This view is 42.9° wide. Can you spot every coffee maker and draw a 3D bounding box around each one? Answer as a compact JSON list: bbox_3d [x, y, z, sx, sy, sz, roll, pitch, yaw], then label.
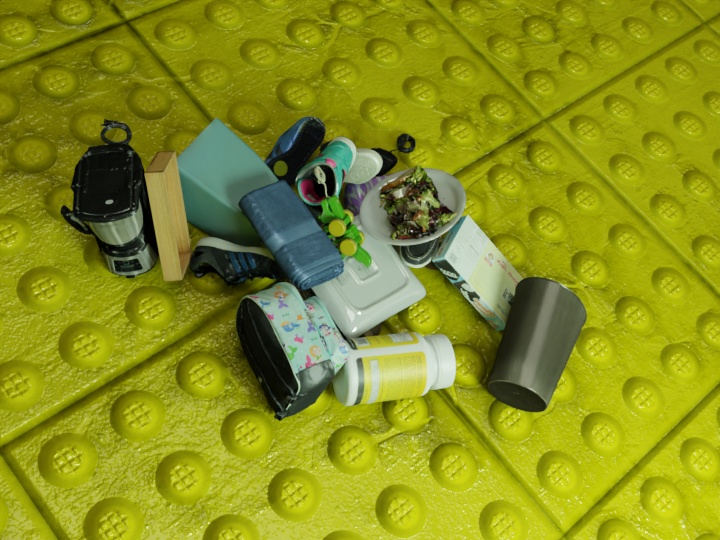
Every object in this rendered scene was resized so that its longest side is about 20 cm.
[{"bbox_3d":[-0.402,-0.115,1.565,0.134,0.200,0.193,17,64,8],"label":"coffee maker"}]

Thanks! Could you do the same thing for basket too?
[{"bbox_3d":[0.316,0.143,1.664,0.136,0.180,0.200,10,59,30],"label":"basket"}]

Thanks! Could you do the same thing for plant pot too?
[{"bbox_3d":[-0.240,-0.143,1.683,0.200,0.141,0.141,37,57,-3],"label":"plant pot"}]

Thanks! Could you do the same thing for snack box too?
[{"bbox_3d":[0.230,0.006,1.734,0.200,0.037,0.116,46,54,-20],"label":"snack box"}]

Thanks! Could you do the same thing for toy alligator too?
[{"bbox_3d":[-0.047,-0.086,1.605,0.200,0.054,0.059,60,26,-12],"label":"toy alligator"}]

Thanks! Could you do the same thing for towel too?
[{"bbox_3d":[-0.121,-0.059,1.585,0.111,0.049,0.200,-22,69,-39],"label":"towel"}]

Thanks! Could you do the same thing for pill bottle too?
[{"bbox_3d":[0.057,0.168,1.591,0.199,0.114,0.115,-4,61,-18],"label":"pill bottle"}]

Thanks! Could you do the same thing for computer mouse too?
[{"bbox_3d":[0.060,-0.234,1.865,0.059,0.034,0.200,30,36,16],"label":"computer mouse"}]

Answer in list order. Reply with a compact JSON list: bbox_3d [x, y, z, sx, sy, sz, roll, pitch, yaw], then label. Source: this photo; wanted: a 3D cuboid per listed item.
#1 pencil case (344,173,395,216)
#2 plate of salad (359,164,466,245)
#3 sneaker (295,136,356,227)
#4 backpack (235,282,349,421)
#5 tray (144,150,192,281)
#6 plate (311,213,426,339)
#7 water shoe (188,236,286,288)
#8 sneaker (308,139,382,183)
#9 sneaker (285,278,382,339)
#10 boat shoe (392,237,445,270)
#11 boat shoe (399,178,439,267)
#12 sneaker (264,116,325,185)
[{"bbox_3d":[0.064,-0.146,1.799,0.199,0.084,0.085,-13,28,-21],"label":"pencil case"},{"bbox_3d":[0.093,-0.126,1.677,0.199,0.048,0.200,-8,47,9],"label":"plate of salad"},{"bbox_3d":[-0.076,-0.139,1.672,0.083,0.200,0.121,29,36,7],"label":"sneaker"},{"bbox_3d":[-0.122,0.121,1.528,0.150,0.178,0.200,-27,72,-30],"label":"backpack"},{"bbox_3d":[-0.329,-0.093,1.572,0.037,0.201,0.099,-2,28,2],"label":"tray"},{"bbox_3d":[0.000,0.000,1.652,0.200,0.032,0.200,-28,77,-33],"label":"plate"},{"bbox_3d":[-0.209,0.000,1.630,0.199,0.072,0.079,12,66,19],"label":"water shoe"},{"bbox_3d":[-0.025,-0.215,1.764,0.077,0.200,0.111,50,48,-22],"label":"sneaker"},{"bbox_3d":[-0.048,0.061,1.665,0.200,0.070,0.076,42,41,5],"label":"sneaker"},{"bbox_3d":[0.114,-0.055,1.771,0.199,0.072,0.065,14,41,-2],"label":"boat shoe"},{"bbox_3d":[0.128,-0.094,1.711,0.074,0.060,0.200,23,56,10],"label":"boat shoe"},{"bbox_3d":[-0.149,-0.223,1.809,0.066,0.078,0.200,47,69,-29],"label":"sneaker"}]
